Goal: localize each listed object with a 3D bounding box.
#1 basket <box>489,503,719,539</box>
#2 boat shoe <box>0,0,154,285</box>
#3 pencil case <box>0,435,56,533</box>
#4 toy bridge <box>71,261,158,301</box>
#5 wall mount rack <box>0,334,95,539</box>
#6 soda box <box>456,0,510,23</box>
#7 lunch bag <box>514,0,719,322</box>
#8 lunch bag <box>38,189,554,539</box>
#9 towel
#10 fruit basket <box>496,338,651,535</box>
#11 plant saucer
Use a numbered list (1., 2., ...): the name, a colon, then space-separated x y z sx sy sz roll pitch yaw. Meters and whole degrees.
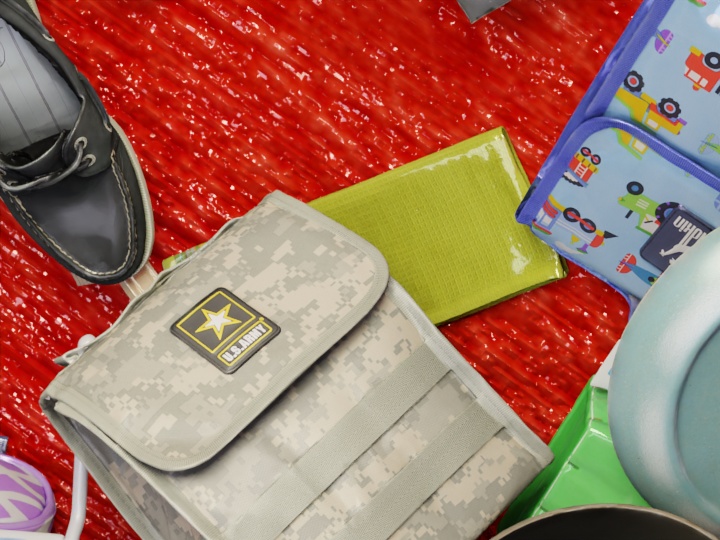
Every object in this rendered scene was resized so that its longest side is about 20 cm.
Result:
1. basket: 0.069 0.202 1.385 0.136 0.180 0.200 67 154 11
2. boat shoe: -0.162 -0.072 1.449 0.074 0.066 0.199 -18 109 8
3. pencil case: -0.223 0.192 1.600 0.085 0.084 0.200 10 113 -13
4. toy bridge: -0.084 0.074 1.536 0.067 0.027 0.200 -9 109 48
5. wall mount rack: -0.204 0.119 1.498 0.200 0.174 0.075 4 144 15
6. soda box: 0.121 -0.197 1.376 0.200 0.063 0.071 -29 99 22
7. lunch bag: 0.175 -0.050 1.413 0.151 0.094 0.200 30 126 -1
8. lunch bag: -0.036 0.077 1.435 0.200 0.164 0.118 48 158 -1
9. towel: 0.000 0.000 1.506 0.200 0.018 0.086 -21 104 21
10. fruit basket: 0.173 0.144 1.488 0.200 0.094 0.185 24 115 -11
11. plant saucer: 0.215 0.055 1.375 0.200 0.027 0.200 -5 121 -9
